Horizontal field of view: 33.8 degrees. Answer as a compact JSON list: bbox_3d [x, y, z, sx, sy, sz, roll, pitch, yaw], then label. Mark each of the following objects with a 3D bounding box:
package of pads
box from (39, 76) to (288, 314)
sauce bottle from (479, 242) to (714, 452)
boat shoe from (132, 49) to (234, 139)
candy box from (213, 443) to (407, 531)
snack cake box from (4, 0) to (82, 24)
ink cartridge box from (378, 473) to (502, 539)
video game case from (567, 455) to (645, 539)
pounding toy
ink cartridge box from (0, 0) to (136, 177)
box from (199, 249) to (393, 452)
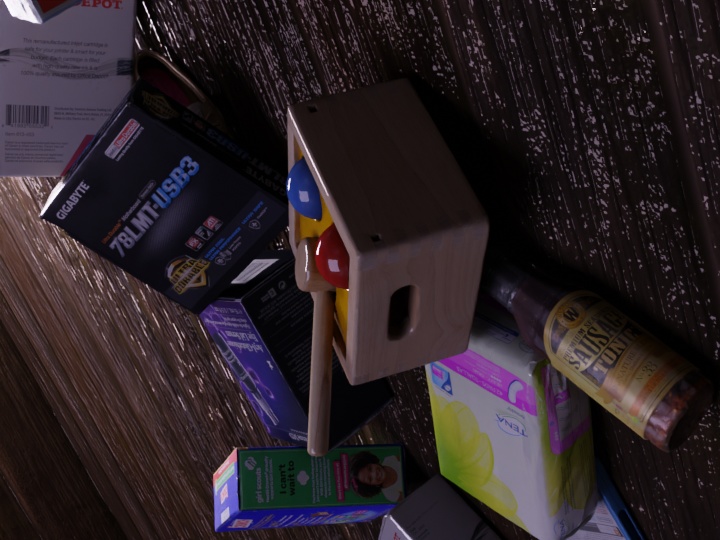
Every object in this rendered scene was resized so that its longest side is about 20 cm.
[{"bbox_3d":[0.127,0.120,1.011,0.154,0.068,0.202,28,138,46],"label":"package of pads"},{"bbox_3d":[-0.190,-0.068,1.191,0.197,0.050,0.200,33,130,-21],"label":"box"},{"bbox_3d":[0.164,0.050,0.874,0.199,0.066,0.066,37,151,30],"label":"sauce bottle"},{"bbox_3d":[-0.179,-0.149,1.232,0.200,0.073,0.069,47,161,18],"label":"boat shoe"},{"bbox_3d":[-0.064,0.255,1.391,0.169,0.197,0.078,132,135,-65],"label":"candy box"},{"bbox_3d":[-0.207,-0.295,0.940,0.067,0.199,0.116,22,141,50],"label":"snack cake box"},{"bbox_3d":[0.115,0.344,1.319,0.200,0.084,0.147,45,154,20],"label":"ink cartridge box"},{"bbox_3d":[0.219,0.254,1.097,0.201,0.018,0.143,59,155,-9],"label":"video game case"},{"bbox_3d":[0.000,0.000,0.918,0.201,0.141,0.185,94,157,-50],"label":"pounding toy"},{"bbox_3d":[-0.315,-0.203,1.228,0.084,0.143,0.203,27,116,58],"label":"ink cartridge box"},{"bbox_3d":[-0.077,0.086,1.313,0.147,0.104,0.201,-2,120,61],"label":"box"}]
